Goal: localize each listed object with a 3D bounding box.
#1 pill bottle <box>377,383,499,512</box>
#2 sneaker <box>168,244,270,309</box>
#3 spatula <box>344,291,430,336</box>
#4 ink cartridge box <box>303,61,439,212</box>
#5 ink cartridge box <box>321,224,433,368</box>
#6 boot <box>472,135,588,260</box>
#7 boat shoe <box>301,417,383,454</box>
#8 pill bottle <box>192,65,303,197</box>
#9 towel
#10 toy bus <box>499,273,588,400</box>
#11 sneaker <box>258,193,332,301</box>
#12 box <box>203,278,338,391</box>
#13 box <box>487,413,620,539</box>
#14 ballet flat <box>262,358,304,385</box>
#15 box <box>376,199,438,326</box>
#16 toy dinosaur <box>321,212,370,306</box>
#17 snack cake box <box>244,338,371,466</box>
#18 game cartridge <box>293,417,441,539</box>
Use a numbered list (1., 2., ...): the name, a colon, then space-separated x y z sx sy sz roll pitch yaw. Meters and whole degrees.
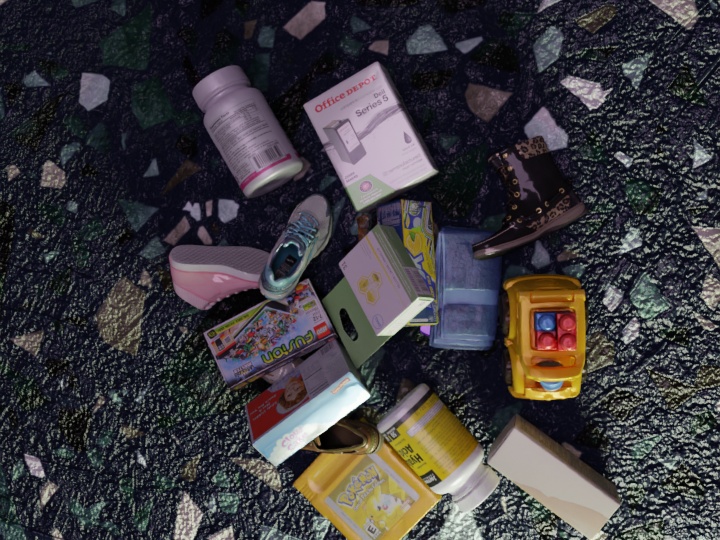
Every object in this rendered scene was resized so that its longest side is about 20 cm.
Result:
1. pill bottle: 0.131 0.292 1.320 0.111 0.111 0.200 -44 84 11
2. sneaker: -0.232 0.017 1.406 0.200 0.075 0.105 6 127 -7
3. spatula: 0.070 0.070 1.354 0.200 0.021 0.057 17 97 -6
4. ink cartridge box: 0.018 -0.216 1.324 0.145 0.084 0.200 -28 88 13
5. ink cartridge box: 0.010 0.045 1.282 0.200 0.048 0.146 -44 60 30
6. boot: 0.243 -0.114 1.274 0.200 0.073 0.151 -25 86 -6
7. boat shoe: -0.063 0.272 1.363 0.200 0.068 0.072 -3 80 26
8. pill bottle: -0.192 -0.233 1.353 0.113 0.113 0.200 -31 87 12
9. towel: 0.173 0.029 1.319 0.112 0.049 0.200 4 94 1
10. toy bus: 0.290 0.113 1.229 0.136 0.192 0.200 -2 95 3
11. sneaker: -0.099 -0.044 1.335 0.078 0.086 0.200 26 73 -1
12. box: -0.151 0.108 1.358 0.200 0.035 0.110 -28 73 -2
13. box: 0.308 0.327 1.295 0.200 0.095 0.078 36 101 9
14. ballet flat: -0.173 0.158 1.401 0.200 0.062 0.068 25 99 9
15. box: 0.076 -0.010 1.304 0.064 0.070 0.200 -9 82 50
16. toy dinosaur: 0.000 0.000 1.368 0.106 0.060 0.200 29 111 24
17. snack cake box: -0.090 0.217 1.340 0.200 0.115 0.067 -37 119 4
18. game cartridge: 0.010 0.378 1.393 0.200 0.032 0.176 42 101 6
